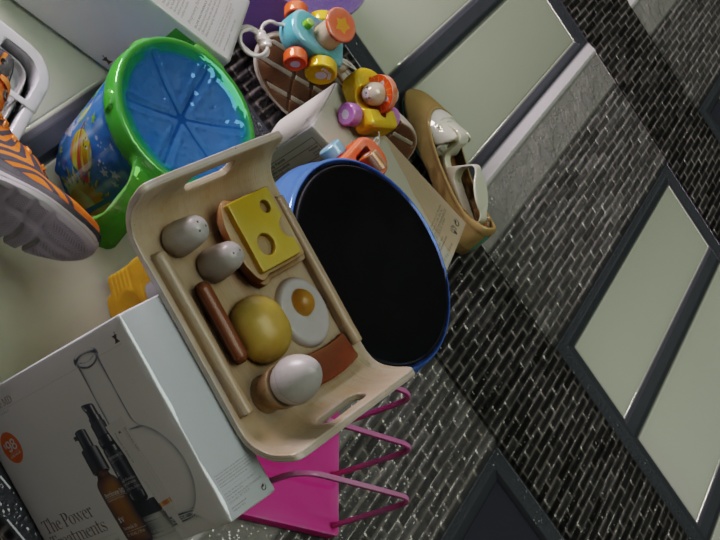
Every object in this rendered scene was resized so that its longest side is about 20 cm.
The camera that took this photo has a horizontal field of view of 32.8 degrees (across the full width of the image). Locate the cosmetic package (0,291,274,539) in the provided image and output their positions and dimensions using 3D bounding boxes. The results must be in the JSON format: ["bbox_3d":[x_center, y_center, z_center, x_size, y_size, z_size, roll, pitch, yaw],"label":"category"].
[{"bbox_3d":[-0.170,0.120,0.844,0.052,0.200,0.151,-28,90,-50],"label":"cosmetic package"}]

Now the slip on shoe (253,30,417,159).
[{"bbox_3d":[-0.028,-0.178,1.255,0.200,0.076,0.061,29,15,-25],"label":"slip on shoe"}]

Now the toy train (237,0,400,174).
[{"bbox_3d":[-0.018,-0.161,1.117,0.200,0.056,0.150,55,39,-8],"label":"toy train"}]

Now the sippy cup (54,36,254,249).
[{"bbox_3d":[-0.178,-0.101,1.003,0.178,0.130,0.140,-25,88,-49],"label":"sippy cup"}]

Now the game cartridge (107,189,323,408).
[{"bbox_3d":[-0.118,0.057,0.930,0.032,0.200,0.177,-5,74,-46],"label":"game cartridge"}]

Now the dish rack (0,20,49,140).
[{"bbox_3d":[-0.340,-0.131,0.917,0.172,0.043,0.200,39,46,-27],"label":"dish rack"}]

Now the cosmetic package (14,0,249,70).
[{"bbox_3d":[-0.210,-0.245,1.062,0.200,0.107,0.085,34,50,-28],"label":"cosmetic package"}]

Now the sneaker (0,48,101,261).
[{"bbox_3d":[-0.261,-0.097,0.892,0.200,0.077,0.112,38,48,-27],"label":"sneaker"}]

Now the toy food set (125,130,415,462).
[{"bbox_3d":[-0.053,0.012,0.822,0.143,0.060,0.200,-31,93,-49],"label":"toy food set"}]

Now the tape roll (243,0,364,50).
[{"bbox_3d":[-0.089,-0.327,1.247,0.200,0.085,0.201,22,56,-37],"label":"tape roll"}]

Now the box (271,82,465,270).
[{"bbox_3d":[0.001,-0.075,1.204,0.200,0.095,0.078,47,42,-20],"label":"box"}]

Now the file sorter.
[{"bbox_3d":[-0.037,0.107,1.046,0.139,0.125,0.201,23,55,-38],"label":"file sorter"}]

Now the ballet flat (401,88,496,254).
[{"bbox_3d":[0.104,-0.119,1.356,0.069,0.063,0.201,-6,74,-48],"label":"ballet flat"}]

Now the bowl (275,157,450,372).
[{"bbox_3d":[0.000,0.000,1.015,0.200,0.039,0.201,24,53,-38],"label":"bowl"}]
